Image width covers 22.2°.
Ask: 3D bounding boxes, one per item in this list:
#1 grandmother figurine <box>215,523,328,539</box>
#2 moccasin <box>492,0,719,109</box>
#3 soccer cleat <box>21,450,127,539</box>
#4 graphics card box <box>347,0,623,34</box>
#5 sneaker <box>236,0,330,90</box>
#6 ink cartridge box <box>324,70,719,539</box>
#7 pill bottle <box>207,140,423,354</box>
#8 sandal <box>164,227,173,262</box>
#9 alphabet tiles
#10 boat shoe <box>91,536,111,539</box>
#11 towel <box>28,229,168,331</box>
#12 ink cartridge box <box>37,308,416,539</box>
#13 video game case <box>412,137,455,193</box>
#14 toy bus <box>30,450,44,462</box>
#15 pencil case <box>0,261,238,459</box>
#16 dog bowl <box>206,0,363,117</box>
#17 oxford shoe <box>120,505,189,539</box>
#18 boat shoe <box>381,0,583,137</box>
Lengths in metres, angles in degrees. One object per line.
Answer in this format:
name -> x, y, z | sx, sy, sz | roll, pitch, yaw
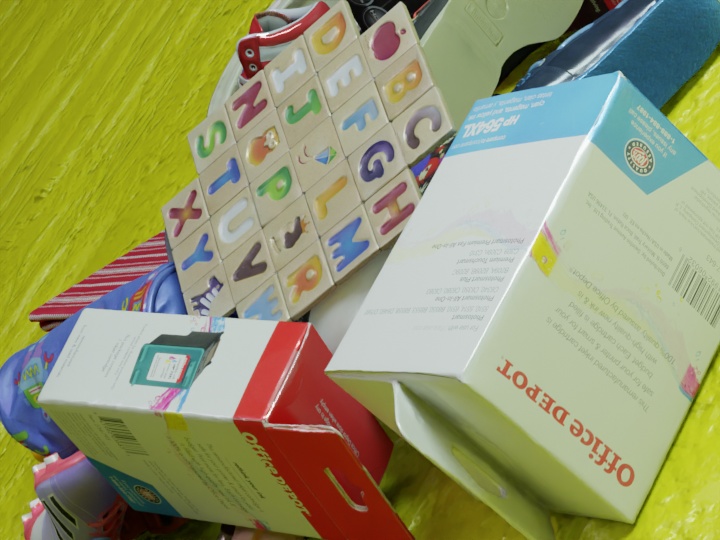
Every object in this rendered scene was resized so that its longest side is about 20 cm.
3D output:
grandmother figurine -> -0.053, 0.149, 1.066 | 0.121, 0.061, 0.201 | -14, 46, 39
moccasin -> 0.130, -0.094, 1.085 | 0.199, 0.081, 0.068 | -36, 21, -2
soccer cleat -> -0.171, 0.158, 1.157 | 0.066, 0.077, 0.200 | -25, -13, -26
graphics card box -> 0.078, -0.203, 1.198 | 0.199, 0.126, 0.051 | -13, 34, 38
sneaker -> -0.075, -0.106, 1.270 | 0.199, 0.113, 0.071 | -34, 15, 20
ink cartridge box -> 0.088, 0.025, 0.914 | 0.125, 0.128, 0.201 | -2, 53, 57
pill bottle -> 0.000, 0.000, 1.062 | 0.117, 0.116, 0.200 | -49, 46, 3
sandal -> -0.087, 0.033, 1.186 | 0.076, 0.043, 0.201 | -21, 59, -5
alphabet tiles -> -0.035, -0.055, 1.032 | 0.200, 0.006, 0.167 | -38, 49, 24
boat shoe -> -0.146, 0.193, 1.090 | 0.085, 0.068, 0.200 | -67, 9, -22
towel -> -0.134, -0.010, 1.349 | 0.199, 0.023, 0.144 | -34, 15, -30
ink cartridge box -> -0.063, 0.085, 1.004 | 0.199, 0.116, 0.068 | 3, 53, 33
video game case -> 0.016, -0.035, 1.219 | 0.181, 0.036, 0.200 | -46, 26, 8
toy bus -> -0.153, 0.070, 1.284 | 0.199, 0.066, 0.078 | -29, -9, 39
pencil case -> -0.152, 0.061, 1.159 | 0.199, 0.078, 0.088 | -28, 58, 44
dog bowl -> -0.025, -0.153, 1.400 | 0.200, 0.074, 0.201 | -37, 29, 24
oxford shoe -> -0.143, 0.137, 1.239 | 0.072, 0.072, 0.199 | -34, 14, -30
boat shoe -> 0.068, -0.143, 1.083 | 0.063, 0.074, 0.202 | -17, 27, 52
